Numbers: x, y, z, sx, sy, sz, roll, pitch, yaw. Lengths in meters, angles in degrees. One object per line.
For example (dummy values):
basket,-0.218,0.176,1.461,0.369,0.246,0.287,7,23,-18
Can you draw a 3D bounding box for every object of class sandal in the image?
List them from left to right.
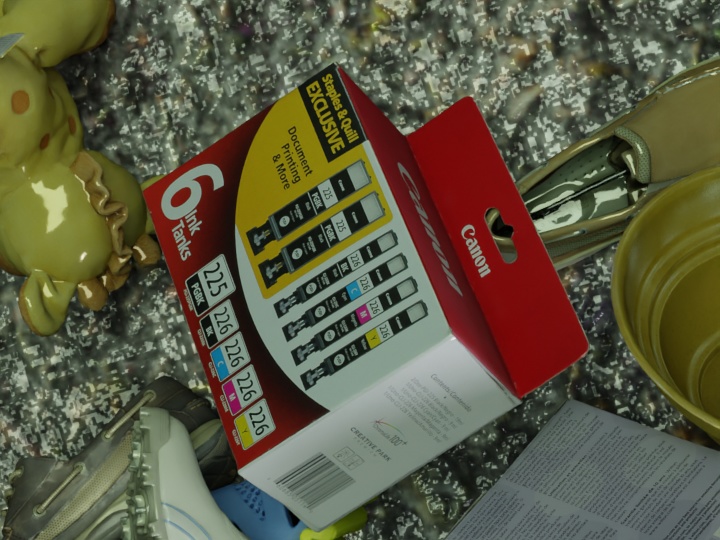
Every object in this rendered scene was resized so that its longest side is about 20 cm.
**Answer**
sandal,-0.050,0.140,1.352,0.087,0.079,0.201,29,86,15

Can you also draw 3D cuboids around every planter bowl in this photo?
planter bowl,0.223,0.041,1.302,0.199,0.084,0.201,2,48,-2

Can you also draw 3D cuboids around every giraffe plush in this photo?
giraffe plush,-0.178,-0.062,1.371,0.172,0.200,0.163,-34,111,-8

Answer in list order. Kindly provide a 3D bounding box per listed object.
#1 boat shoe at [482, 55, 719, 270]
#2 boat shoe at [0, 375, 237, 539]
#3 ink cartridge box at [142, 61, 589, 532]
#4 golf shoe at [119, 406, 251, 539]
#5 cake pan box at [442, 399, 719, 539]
boat shoe,0.154,-0.058,1.348,0.199,0.076,0.072,-33,79,2
boat shoe,-0.157,0.135,1.376,0.200,0.075,0.073,-38,69,-7
ink cartridge box,0.000,0.000,1.305,0.175,0.084,0.201,-33,50,12
golf shoe,-0.068,0.164,1.296,0.097,0.078,0.201,-9,77,-14
cake pan box,0.120,0.161,1.257,0.184,0.052,0.200,17,57,46
